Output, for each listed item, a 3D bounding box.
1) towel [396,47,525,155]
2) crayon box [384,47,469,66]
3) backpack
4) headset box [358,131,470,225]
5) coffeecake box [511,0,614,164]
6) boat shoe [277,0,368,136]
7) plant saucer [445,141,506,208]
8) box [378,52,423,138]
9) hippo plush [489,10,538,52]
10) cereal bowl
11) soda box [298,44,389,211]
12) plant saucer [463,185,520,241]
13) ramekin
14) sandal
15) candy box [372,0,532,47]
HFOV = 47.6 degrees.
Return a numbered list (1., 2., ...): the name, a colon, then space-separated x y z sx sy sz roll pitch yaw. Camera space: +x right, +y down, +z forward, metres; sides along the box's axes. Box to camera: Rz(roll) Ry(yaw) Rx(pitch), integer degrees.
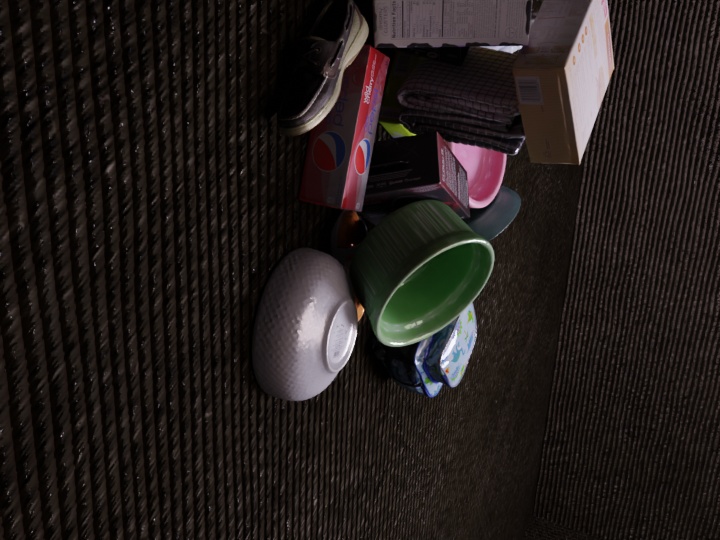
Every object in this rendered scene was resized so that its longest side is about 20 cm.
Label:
1. towel: 0.168 -0.252 1.178 0.166 0.196 0.087 -52 148 -42
2. crayon box: 0.121 -0.398 1.198 0.052 0.123 0.203 80 31 -59
3. backpack: 0.122 0.125 1.441 0.186 0.144 0.201 -65 157 -23
4. headset box: 0.063 -0.125 1.158 0.200 0.145 0.077 30 55 -67
5. coffeecake box: 0.275 -0.269 1.087 0.202 0.071 0.155 -62 144 -32
6. boat shoe: -0.053 -0.245 0.952 0.065 0.072 0.203 58 44 -44
7. plant saucer: 0.182 -0.208 1.370 0.198 0.050 0.207 -7 99 -53
8. box: 0.093 -0.257 1.306 0.200 0.047 0.125 31 73 -66
9. hippo plush: 0.250 -0.379 1.480 0.200 0.156 0.165 -46 141 -52
10. cereal bowl: -0.058 0.076 1.070 0.199 0.081 0.206 12 90 -68
11. soda box: -0.021 -0.182 1.045 0.063 0.068 0.206 0 101 -64
12. plant saucer: 0.190 -0.099 1.465 0.036 0.197 0.201 57 43 -24
13. ramekin: 0.079 0.000 1.128 0.197 0.098 0.202 -26 148 -18
14. sandal: 0.003 -0.005 1.204 0.210 0.058 0.080 81 31 -41
15. candy box: 0.115 -0.351 1.062 0.169 0.194 0.073 -83 172 -56
